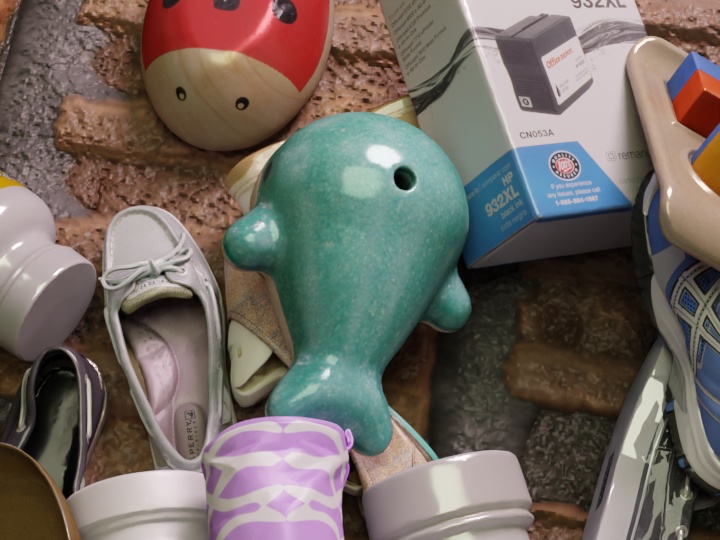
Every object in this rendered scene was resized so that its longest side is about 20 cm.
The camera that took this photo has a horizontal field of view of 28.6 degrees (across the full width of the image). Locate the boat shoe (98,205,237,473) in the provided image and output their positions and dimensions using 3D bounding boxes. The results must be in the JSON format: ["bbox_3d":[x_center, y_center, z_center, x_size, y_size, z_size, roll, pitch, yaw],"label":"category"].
[{"bbox_3d":[-0.119,0.041,0.876,0.074,0.065,0.203,-12,64,-5],"label":"boat shoe"}]

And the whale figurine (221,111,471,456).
[{"bbox_3d":[0.000,0.000,0.811,0.158,0.104,0.201,19,61,-19],"label":"whale figurine"}]

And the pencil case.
[{"bbox_3d":[-0.032,0.172,0.705,0.085,0.084,0.201,0,60,-16],"label":"pencil case"}]

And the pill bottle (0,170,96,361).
[{"bbox_3d":[-0.265,-0.027,0.890,0.199,0.104,0.104,33,68,15],"label":"pill bottle"}]

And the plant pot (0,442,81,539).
[{"bbox_3d":[-0.205,0.195,0.763,0.199,0.027,0.201,-18,64,39],"label":"plant pot"}]

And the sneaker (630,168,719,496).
[{"bbox_3d":[0.211,0.023,0.806,0.075,0.077,0.201,2,66,-31],"label":"sneaker"}]

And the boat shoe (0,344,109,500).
[{"bbox_3d":[-0.198,0.137,0.829,0.072,0.063,0.201,10,65,3],"label":"boat shoe"}]

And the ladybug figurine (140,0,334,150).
[{"bbox_3d":[-0.086,-0.180,0.984,0.135,0.072,0.201,5,63,3],"label":"ladybug figurine"}]

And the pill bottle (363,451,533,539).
[{"bbox_3d":[0.067,0.205,0.747,0.114,0.114,0.201,-13,69,-6],"label":"pill bottle"}]

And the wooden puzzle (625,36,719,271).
[{"bbox_3d":[0.247,-0.054,0.824,0.184,0.046,0.201,27,35,-14],"label":"wooden puzzle"}]

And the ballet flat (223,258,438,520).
[{"bbox_3d":[-0.038,0.071,0.860,0.067,0.068,0.200,-38,68,-15],"label":"ballet flat"}]

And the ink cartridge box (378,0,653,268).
[{"bbox_3d":[0.113,-0.115,0.897,0.144,0.084,0.201,-8,72,-31],"label":"ink cartridge box"}]

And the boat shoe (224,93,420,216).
[{"bbox_3d":[0.011,-0.067,0.933,0.199,0.074,0.070,-22,85,-18],"label":"boat shoe"}]

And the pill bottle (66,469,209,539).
[{"bbox_3d":[-0.105,0.218,0.759,0.115,0.116,0.201,-10,64,-5],"label":"pill bottle"}]

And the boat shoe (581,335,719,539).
[{"bbox_3d":[0.182,0.116,0.832,0.067,0.072,0.201,21,62,4],"label":"boat shoe"}]
